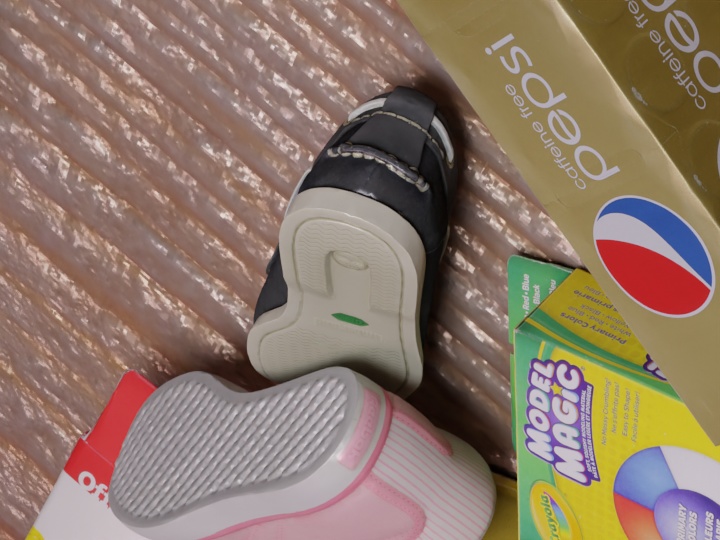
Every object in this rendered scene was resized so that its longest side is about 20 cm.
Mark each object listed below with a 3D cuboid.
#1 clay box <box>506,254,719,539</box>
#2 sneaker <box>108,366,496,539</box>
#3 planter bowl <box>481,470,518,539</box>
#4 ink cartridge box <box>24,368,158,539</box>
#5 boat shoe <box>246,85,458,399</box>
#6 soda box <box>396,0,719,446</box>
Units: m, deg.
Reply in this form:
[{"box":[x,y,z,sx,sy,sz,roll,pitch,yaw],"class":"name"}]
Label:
[{"box":[0.127,0.078,0.823,0.199,0.048,0.115,23,136,30],"class":"clay box"},{"box":[-0.022,0.092,0.935,0.104,0.076,0.200,31,157,-28],"class":"sneaker"},{"box":[0.051,0.187,0.971,0.200,0.083,0.201,27,140,26],"class":"planter bowl"},{"box":[-0.099,0.150,1.066,0.116,0.067,0.201,37,111,15],"class":"ink cartridge box"},{"box":[0.000,0.000,0.879,0.071,0.068,0.200,18,154,1],"class":"boat shoe"},{"box":[0.094,-0.047,0.725,0.200,0.068,0.064,53,145,-6],"class":"soda box"}]
